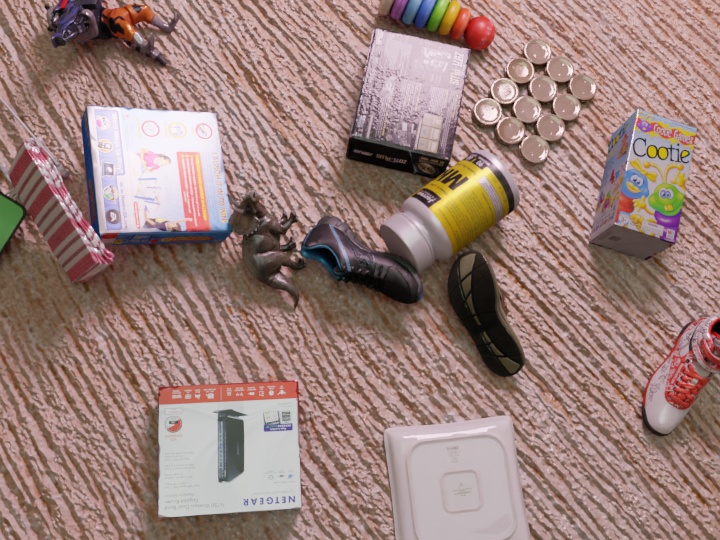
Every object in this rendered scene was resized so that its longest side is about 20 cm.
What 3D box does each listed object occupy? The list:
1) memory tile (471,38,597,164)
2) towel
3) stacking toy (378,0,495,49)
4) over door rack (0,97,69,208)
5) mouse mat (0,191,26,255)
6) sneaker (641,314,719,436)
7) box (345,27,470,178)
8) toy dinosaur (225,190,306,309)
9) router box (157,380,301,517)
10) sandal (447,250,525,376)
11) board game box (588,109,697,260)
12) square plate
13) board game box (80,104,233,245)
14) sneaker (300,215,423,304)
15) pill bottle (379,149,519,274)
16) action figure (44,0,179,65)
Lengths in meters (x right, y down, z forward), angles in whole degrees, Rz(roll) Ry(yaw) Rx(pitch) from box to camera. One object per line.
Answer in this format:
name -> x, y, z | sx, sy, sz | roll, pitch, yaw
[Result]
memory tile -> 0.295, -0.288, 1.296 | 0.153, 0.017, 0.200 | 39, 76, 5
towel -> -0.430, -0.079, 1.086 | 0.030, 0.146, 0.200 | -34, 99, -36
stacking toy -> 0.134, -0.430, 1.288 | 0.200, 0.085, 0.086 | 26, 75, -4
over door rack -> -0.561, -0.180, 1.151 | 0.148, 0.067, 0.200 | -41, 104, -13
mouse mat -> -0.606, -0.047, 1.109 | 0.161, 0.008, 0.200 | 32, 86, -15
sneaker -> 0.500, 0.154, 1.154 | 0.067, 0.108, 0.202 | 32, 75, 3
box -> 0.076, -0.268, 1.233 | 0.163, 0.086, 0.201 | 12, 75, -2
toy dinosaur -> -0.143, -0.035, 1.159 | 0.102, 0.077, 0.201 | -18, 112, -21
router box -> -0.185, 0.253, 1.094 | 0.199, 0.049, 0.180 | -2, 76, -6
sandal -> 0.194, 0.066, 1.176 | 0.080, 0.057, 0.202 | -19, 95, 27
board game box -> 0.452, -0.135, 1.226 | 0.103, 0.105, 0.201 | 17, 76, -2
square plate -> 0.143, 0.321, 1.119 | 0.199, 0.028, 0.199 | -5, 77, -7
board game box -> -0.304, -0.140, 1.144 | 0.195, 0.056, 0.201 | -2, 75, -29
sneaker -> 0.000, 0.000, 1.155 | 0.200, 0.073, 0.082 | 31, 44, 11
pill bottle -> 0.136, -0.088, 1.178 | 0.200, 0.114, 0.114 | -36, 82, -13
action figure -> -0.410, -0.377, 1.209 | 0.193, 0.105, 0.200 | 13, 50, 3
